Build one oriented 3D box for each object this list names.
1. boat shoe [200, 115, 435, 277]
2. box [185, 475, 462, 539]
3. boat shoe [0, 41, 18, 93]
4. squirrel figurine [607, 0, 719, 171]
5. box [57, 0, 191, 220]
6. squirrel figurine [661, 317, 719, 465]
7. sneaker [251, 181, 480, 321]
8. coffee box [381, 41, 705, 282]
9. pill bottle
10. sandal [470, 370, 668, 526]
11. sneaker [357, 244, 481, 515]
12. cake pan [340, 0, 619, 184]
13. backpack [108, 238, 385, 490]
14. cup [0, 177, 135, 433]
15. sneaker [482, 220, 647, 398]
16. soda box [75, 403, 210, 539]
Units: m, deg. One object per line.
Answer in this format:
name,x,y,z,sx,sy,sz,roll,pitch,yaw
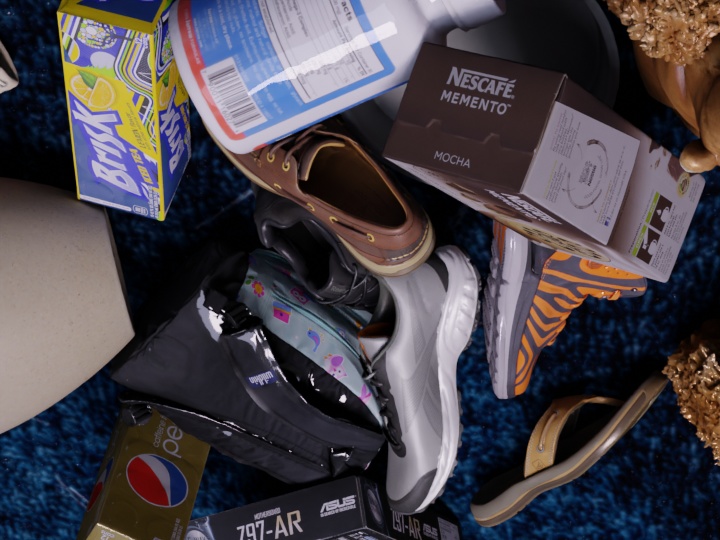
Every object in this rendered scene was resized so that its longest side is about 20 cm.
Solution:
boat shoe,-0.031,-0.078,1.526,0.200,0.072,0.068,40,169,15
box,-0.027,0.219,1.739,0.160,0.044,0.200,-18,157,21
boat shoe,-0.293,-0.199,1.518,0.062,0.071,0.200,-11,126,8
squirrel figurine,0.222,-0.139,1.399,0.141,0.187,0.200,-35,114,24
box,-0.159,-0.123,1.520,0.070,0.064,0.200,14,145,8
squirrel figurine,0.303,0.124,1.595,0.200,0.187,0.142,28,126,-12
sneaker,0.000,0.000,1.609,0.200,0.091,0.076,31,123,-16
coffee box,0.120,-0.067,1.418,0.113,0.080,0.200,18,175,37
pill bottle,-0.013,-0.162,1.426,0.200,0.112,0.112,-22,121,13
sandal,0.150,0.130,1.702,0.200,0.080,0.054,-37,93,34
sneaker,0.031,0.078,1.581,0.079,0.074,0.201,-2,108,-20
cake pan,0.077,-0.145,1.522,0.200,0.037,0.201,4,127,5
backpack,-0.064,0.071,1.650,0.200,0.127,0.167,32,137,-18
cup,-0.244,0.015,1.610,0.143,0.200,0.201,-13,125,-3
sneaker,0.150,0.021,1.612,0.112,0.078,0.200,-2,140,-6
soda box,-0.159,0.154,1.677,0.068,0.200,0.064,26,126,-11
